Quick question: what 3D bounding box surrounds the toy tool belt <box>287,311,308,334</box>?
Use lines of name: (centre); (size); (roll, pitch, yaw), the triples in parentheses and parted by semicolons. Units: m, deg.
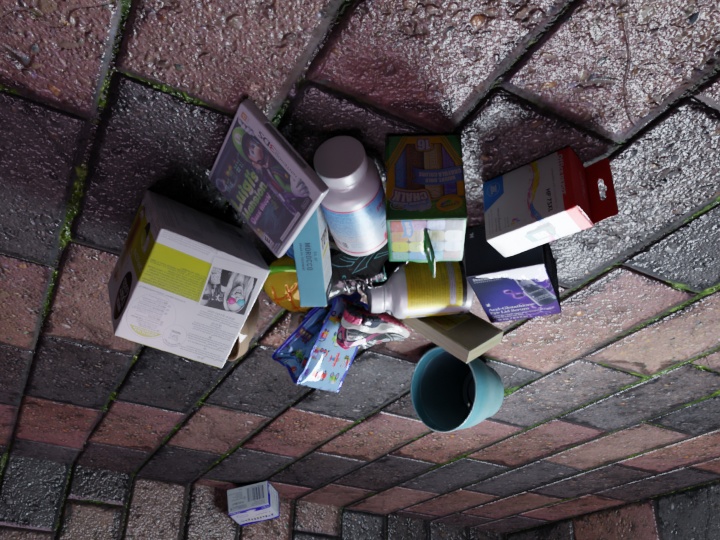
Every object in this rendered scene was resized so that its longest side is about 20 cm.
toy tool belt: (-0.052, 0.123, 1.522); (0.197, 0.128, 0.122); (21, 153, -30)

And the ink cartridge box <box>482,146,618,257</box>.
ink cartridge box: (0.297, -0.114, 1.109); (0.197, 0.118, 0.067); (-22, 142, 34)

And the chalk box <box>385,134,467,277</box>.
chalk box: (0.098, -0.091, 1.076); (0.121, 0.204, 0.125); (0, 150, 4)

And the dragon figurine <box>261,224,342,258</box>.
dragon figurine: (-0.104, -0.058, 1.284); (0.098, 0.060, 0.199); (-19, 143, 32)

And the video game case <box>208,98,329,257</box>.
video game case: (-0.150, -0.136, 1.089); (0.182, 0.023, 0.200); (48, 142, 3)

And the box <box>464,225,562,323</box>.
box: (0.288, 0.002, 1.314); (0.145, 0.106, 0.200); (-11, 147, 22)

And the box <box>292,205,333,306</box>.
box: (-0.084, -0.048, 1.182); (0.048, 0.083, 0.205); (-2, 113, 7)

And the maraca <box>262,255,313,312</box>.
maraca: (-0.142, 0.022, 1.372); (0.195, 0.109, 0.138); (10, 150, -12)

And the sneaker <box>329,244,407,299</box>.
sneaker: (0.000, 0.000, 1.273); (0.198, 0.080, 0.076); (-34, 141, -4)

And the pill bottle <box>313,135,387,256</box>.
pill bottle: (-0.013, -0.119, 1.128); (0.106, 0.111, 0.201); (-4, 149, 10)

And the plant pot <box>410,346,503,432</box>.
plant pot: (0.257, 0.297, 1.737); (0.198, 0.205, 0.186); (-25, 155, 38)

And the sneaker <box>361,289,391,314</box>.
sneaker: (0.043, 0.057, 1.457); (0.086, 0.076, 0.199); (-13, 145, 35)

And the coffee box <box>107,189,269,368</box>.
coffee box: (-0.305, 0.014, 1.207); (0.197, 0.200, 0.201); (22, 103, -30)

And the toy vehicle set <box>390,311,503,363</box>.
toy vehicle set: (0.171, 0.104, 1.389); (0.123, 0.198, 0.027); (-19, 129, -43)

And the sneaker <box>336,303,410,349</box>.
sneaker: (0.022, 0.118, 1.383); (0.080, 0.076, 0.198); (33, -167, 40)

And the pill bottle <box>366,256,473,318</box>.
pill bottle: (0.112, 0.034, 1.346); (0.195, 0.113, 0.112); (-4, 150, -7)

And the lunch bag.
lunch bag: (-0.057, 0.130, 1.395); (0.202, 0.094, 0.150); (-55, 146, 6)

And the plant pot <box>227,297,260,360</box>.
plant pot: (-0.272, 0.075, 1.443); (0.092, 0.203, 0.201); (-27, 168, -36)

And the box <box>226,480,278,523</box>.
box: (-0.453, 0.992, 2.964); (0.180, 0.107, 0.201); (-13, 146, 2)
